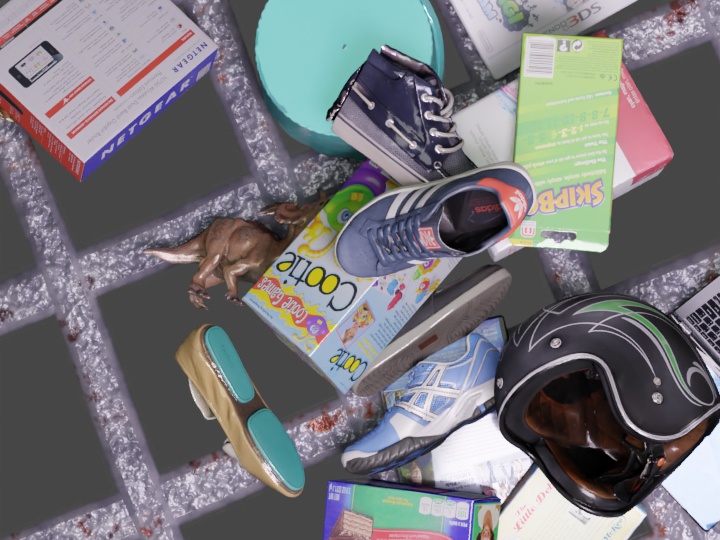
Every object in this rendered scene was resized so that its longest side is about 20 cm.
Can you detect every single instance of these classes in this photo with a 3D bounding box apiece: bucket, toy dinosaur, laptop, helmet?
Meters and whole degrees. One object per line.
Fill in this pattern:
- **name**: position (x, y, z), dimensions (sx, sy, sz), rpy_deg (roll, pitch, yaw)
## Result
- **bucket**: position (-0.012, -0.215, 1.618), dimensions (0.206, 0.135, 0.209), rpy_deg (0, 88, 2)
- **toy dinosaur**: position (-0.116, -0.025, 1.646), dimensions (0.199, 0.086, 0.136), rpy_deg (10, 76, 21)
- **laptop**: position (0.360, 0.127, 1.590), dimensions (0.187, 0.200, 0.116), rpy_deg (47, 57, 4)
- **helmet**: position (0.228, 0.114, 1.529), dimensions (0.200, 0.200, 0.191), rpy_deg (-45, 70, 1)

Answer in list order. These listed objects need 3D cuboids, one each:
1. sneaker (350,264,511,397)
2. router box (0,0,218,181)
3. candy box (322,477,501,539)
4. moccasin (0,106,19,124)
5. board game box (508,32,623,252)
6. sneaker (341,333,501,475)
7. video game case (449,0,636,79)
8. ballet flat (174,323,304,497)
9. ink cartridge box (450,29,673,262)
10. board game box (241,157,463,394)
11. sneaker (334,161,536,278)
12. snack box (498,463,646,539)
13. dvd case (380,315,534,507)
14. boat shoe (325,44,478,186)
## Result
- **sneaker**: position (0.049, 0.030, 1.627), dimensions (0.199, 0.075, 0.106), rpy_deg (-32, 63, -6)
- **router box**: position (-0.277, -0.219, 1.638), dimensions (0.179, 0.049, 0.200), rpy_deg (44, 65, 5)
- **candy box**: position (0.044, 0.315, 1.587), dimensions (0.168, 0.077, 0.201), rpy_deg (3, 87, 31)
- **moccasin**: position (-0.357, -0.183, 1.667), dimensions (0.201, 0.078, 0.074), rpy_deg (34, 90, 5)
- **board game box**: position (0.192, -0.119, 1.508), dimensions (0.095, 0.030, 0.201), rpy_deg (4, 84, 5)
- **sneaker**: position (0.064, 0.138, 1.615), dimensions (0.199, 0.076, 0.077), rpy_deg (-31, 79, -8)
- **video game case**: position (0.168, -0.318, 1.611), dimensions (0.181, 0.024, 0.201), rpy_deg (-29, 116, 9)
- **ballet flat**: position (-0.126, 0.151, 1.653), dimensions (0.063, 0.069, 0.201), rpy_deg (-33, 82, 29)
- **ink cartridge box**: position (0.183, -0.117, 1.595), dimensions (0.199, 0.145, 0.145), rpy_deg (-29, 86, 1)
- **board game box**: position (0.000, 0.000, 1.564), dimensions (0.103, 0.105, 0.200), rpy_deg (38, 82, 31)
- **sneaker**: position (0.058, -0.036, 1.429), dimensions (0.199, 0.085, 0.075), rpy_deg (-24, 107, 23)
- **snack box**: position (0.181, 0.283, 1.616), dimensions (0.116, 0.037, 0.200), rpy_deg (38, 97, 0)
- **dvd case**: position (0.100, 0.158, 1.651), dimensions (0.142, 0.018, 0.201), rpy_deg (-13, 86, 2)
- **boat shoe**: position (0.066, -0.126, 1.486), dimensions (0.199, 0.075, 0.093), rpy_deg (34, 118, 10)
